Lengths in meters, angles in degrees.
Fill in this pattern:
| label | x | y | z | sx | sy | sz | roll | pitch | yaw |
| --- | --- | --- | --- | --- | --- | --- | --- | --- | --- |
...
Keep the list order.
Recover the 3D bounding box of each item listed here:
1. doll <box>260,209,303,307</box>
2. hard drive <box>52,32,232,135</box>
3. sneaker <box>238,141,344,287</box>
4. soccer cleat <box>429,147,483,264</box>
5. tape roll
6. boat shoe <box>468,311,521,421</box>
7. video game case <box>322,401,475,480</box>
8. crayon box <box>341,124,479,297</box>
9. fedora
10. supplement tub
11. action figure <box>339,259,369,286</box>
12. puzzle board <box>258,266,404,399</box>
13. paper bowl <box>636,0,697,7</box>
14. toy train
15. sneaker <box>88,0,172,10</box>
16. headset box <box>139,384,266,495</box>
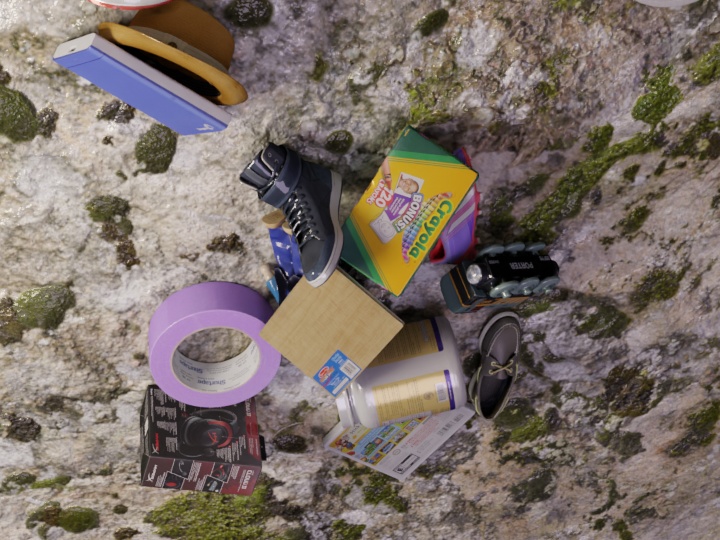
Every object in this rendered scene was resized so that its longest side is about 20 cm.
| label | x | y | z | sx | sy | sz | roll | pitch | yaw |
| --- | --- | --- | --- | --- | --- | --- | --- | --- | --- |
| doll | -0.097 | 0.013 | 1.810 | 0.048 | 0.135 | 0.203 | -35 | 130 | -39 |
| hard drive | -0.271 | -0.228 | 1.566 | 0.199 | 0.131 | 0.026 | 29 | 77 | -31 |
| sneaker | -0.095 | -0.080 | 1.672 | 0.145 | 0.204 | 0.077 | 29 | 129 | -30 |
| soccer cleat | 0.133 | -0.086 | 1.805 | 0.075 | 0.067 | 0.202 | -11 | 135 | -5 |
| tape roll | -0.220 | 0.113 | 1.900 | 0.197 | 0.066 | 0.202 | -7 | 131 | -8 |
| boat shoe | 0.222 | 0.156 | 2.033 | 0.071 | 0.061 | 0.204 | 1 | 130 | -13 |
| video game case | 0.065 | 0.261 | 2.116 | 0.181 | 0.023 | 0.200 | 27 | 121 | -30 |
| crayon box | 0.060 | -0.080 | 1.717 | 0.118 | 0.058 | 0.201 | 34 | 95 | 5 |
| fedora | -0.218 | -0.274 | 1.535 | 0.199 | 0.200 | 0.083 | 28 | 79 | -31 |
| supplement tub | 0.055 | 0.161 | 1.945 | 0.197 | 0.146 | 0.147 | -13 | 132 | 0 |
| action figure | 0.000 | 0.000 | 1.814 | 0.069 | 0.130 | 0.201 | 25 | 107 | -24 |
| puzzle board | -0.043 | 0.081 | 1.781 | 0.150 | 0.017 | 0.200 | 39 | 132 | -1 |
| paper bowl | 0.378 | -0.433 | 1.532 | 0.197 | 0.105 | 0.203 | -6 | 132 | -7 |
| toy train | 0.209 | 0.013 | 1.866 | 0.198 | 0.086 | 0.114 | -4 | 156 | -47 |
| sneaker | -0.300 | -0.374 | 1.457 | 0.197 | 0.079 | 0.117 | 1 | 131 | -15 |
| headset box | -0.242 | 0.266 | 1.970 | 0.197 | 0.150 | 0.076 | 8 | 130 | -19 |
